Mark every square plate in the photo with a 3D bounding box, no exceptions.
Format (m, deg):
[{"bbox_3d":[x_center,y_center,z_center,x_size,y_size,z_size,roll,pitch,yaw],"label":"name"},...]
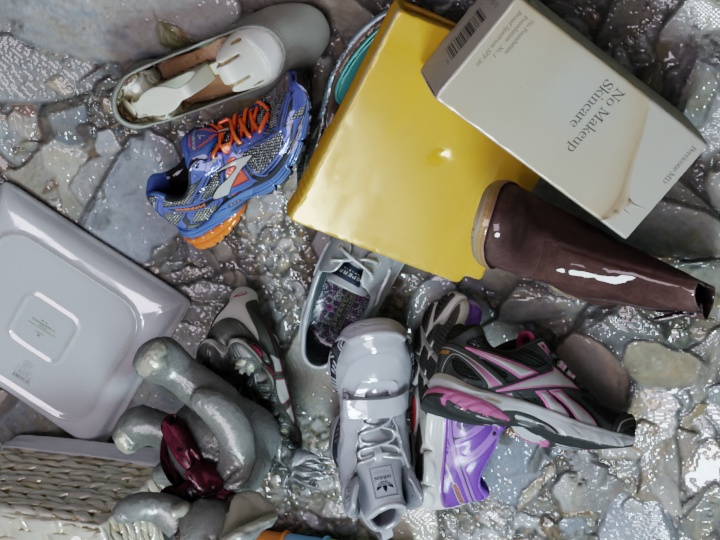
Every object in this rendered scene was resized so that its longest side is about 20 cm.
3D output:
[{"bbox_3d":[-0.281,0.049,1.884,0.200,0.028,0.198,33,119,0],"label":"square plate"}]

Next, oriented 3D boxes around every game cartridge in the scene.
[{"bbox_3d":[0.060,-0.098,1.666,0.176,0.032,0.200,21,115,-19],"label":"game cartridge"}]

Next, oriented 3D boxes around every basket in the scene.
[{"bbox_3d":[-0.259,0.241,1.893,0.200,0.123,0.136,2,116,30],"label":"basket"}]

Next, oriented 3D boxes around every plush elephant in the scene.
[{"bbox_3d":[-0.137,0.185,1.750,0.200,0.155,0.165,28,144,-6],"label":"plush elephant"}]

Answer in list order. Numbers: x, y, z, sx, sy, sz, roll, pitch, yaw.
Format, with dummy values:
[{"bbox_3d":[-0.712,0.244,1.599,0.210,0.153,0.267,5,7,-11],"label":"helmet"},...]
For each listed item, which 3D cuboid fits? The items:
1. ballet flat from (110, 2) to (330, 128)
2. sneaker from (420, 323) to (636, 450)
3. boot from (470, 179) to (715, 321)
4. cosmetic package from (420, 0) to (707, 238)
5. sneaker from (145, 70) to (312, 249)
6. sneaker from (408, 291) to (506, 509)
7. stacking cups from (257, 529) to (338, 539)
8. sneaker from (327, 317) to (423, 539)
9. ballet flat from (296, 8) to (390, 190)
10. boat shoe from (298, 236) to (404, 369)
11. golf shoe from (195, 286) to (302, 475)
[{"bbox_3d":[-0.117,-0.162,1.714,0.200,0.064,0.067,-18,109,23],"label":"ballet flat"},{"bbox_3d":[0.150,0.096,1.730,0.200,0.086,0.080,19,166,-30],"label":"sneaker"},{"bbox_3d":[0.186,-0.013,1.629,0.166,0.200,0.072,14,85,23],"label":"boot"},{"bbox_3d":[0.156,-0.126,1.602,0.200,0.073,0.104,34,105,-20],"label":"cosmetic package"},{"bbox_3d":[-0.107,-0.095,1.720,0.078,0.075,0.200,28,125,-25],"label":"sneaker"},{"bbox_3d":[0.087,0.111,1.792,0.083,0.081,0.200,-2,115,-12],"label":"sneaker"},{"bbox_3d":[-0.053,0.266,1.902,0.200,0.061,0.061,7,117,13],"label":"stacking cups"},{"bbox_3d":[0.017,0.137,1.761,0.075,0.115,0.200,-6,138,-11],"label":"sneaker"},{"bbox_3d":[-0.004,-0.135,1.689,0.074,0.074,0.200,28,112,2],"label":"ballet flat"},{"bbox_3d":[-0.001,0.000,1.752,0.070,0.072,0.201,24,120,4],"label":"boat shoe"},{"bbox_3d":[-0.087,0.104,1.831,0.077,0.088,0.200,3,139,12],"label":"golf shoe"}]
